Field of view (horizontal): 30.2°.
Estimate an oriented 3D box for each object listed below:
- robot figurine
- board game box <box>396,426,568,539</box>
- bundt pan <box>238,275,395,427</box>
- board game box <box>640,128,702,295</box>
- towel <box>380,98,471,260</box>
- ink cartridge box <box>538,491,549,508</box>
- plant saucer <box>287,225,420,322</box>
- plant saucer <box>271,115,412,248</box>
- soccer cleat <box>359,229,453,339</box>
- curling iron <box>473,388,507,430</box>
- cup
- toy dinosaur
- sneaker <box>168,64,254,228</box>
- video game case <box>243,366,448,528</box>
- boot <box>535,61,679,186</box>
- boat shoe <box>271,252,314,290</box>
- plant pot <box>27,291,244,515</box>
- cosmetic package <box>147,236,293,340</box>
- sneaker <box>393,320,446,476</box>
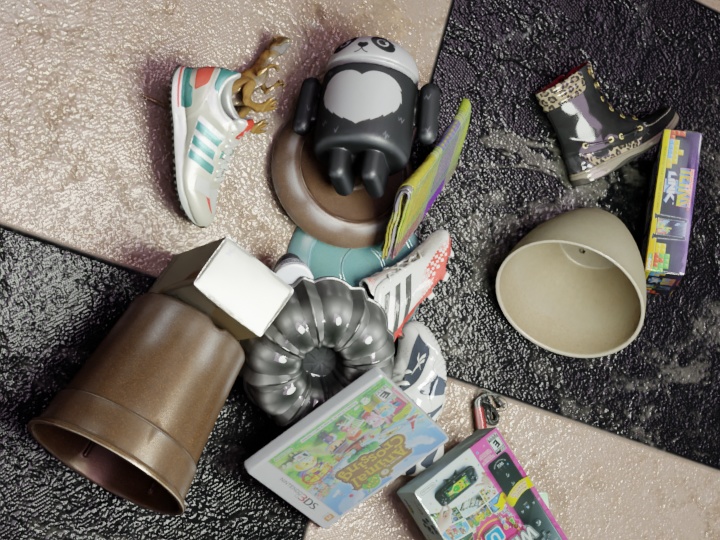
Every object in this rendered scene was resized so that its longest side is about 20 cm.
[{"bbox_3d":[0.007,-0.194,1.660,0.150,0.125,0.200,18,69,-25],"label":"robot figurine"},{"bbox_3d":[0.162,0.322,1.687,0.147,0.064,0.200,-34,94,-24],"label":"board game box"},{"bbox_3d":[-0.048,0.112,1.608,0.202,0.076,0.202,-3,108,-10],"label":"bundt pan"},{"bbox_3d":[0.428,-0.078,1.856,0.057,0.165,0.200,8,81,7],"label":"board game box"},{"bbox_3d":[0.085,-0.116,1.702,0.023,0.144,0.200,26,52,11],"label":"towel"},{"bbox_3d":[0.174,0.394,1.735,0.161,0.050,0.200,-1,78,-23],"label":"ink cartridge box"},{"bbox_3d":[0.000,0.000,1.737,0.200,0.027,0.200,2,85,-23],"label":"plant saucer"},{"bbox_3d":[-0.016,-0.128,1.720,0.200,0.032,0.200,6,74,-22],"label":"plant saucer"},{"bbox_3d":[0.046,0.019,1.705,0.085,0.069,0.200,39,76,-20],"label":"soccer cleat"},{"bbox_3d":[0.181,0.258,1.792,0.050,0.026,0.200,-4,87,-21],"label":"curling iron"},{"bbox_3d":[0.299,-0.004,1.795,0.200,0.200,0.143,44,45,-14],"label":"cup"},{"bbox_3d":[-0.161,-0.221,1.679,0.200,0.060,0.106,-34,67,-18],"label":"toy dinosaur"},{"bbox_3d":[-0.176,-0.151,1.618,0.093,0.070,0.200,-2,99,7],"label":"sneaker"},{"bbox_3d":[-0.013,0.219,1.618,0.200,0.022,0.182,-37,136,7],"label":"video game case"},{"bbox_3d":[0.348,-0.225,1.888,0.200,0.073,0.151,-32,98,-17],"label":"boot"},{"bbox_3d":[-0.098,0.077,1.664,0.072,0.068,0.200,2,106,-11],"label":"boat shoe"},{"bbox_3d":[-0.245,0.146,1.536,0.200,0.200,0.198,36,64,-17],"label":"plant pot"},{"bbox_3d":[-0.169,0.027,1.563,0.105,0.200,0.071,39,71,-15],"label":"cosmetic package"},{"bbox_3d":[0.036,0.167,1.707,0.129,0.079,0.199,-2,96,-32],"label":"sneaker"}]
